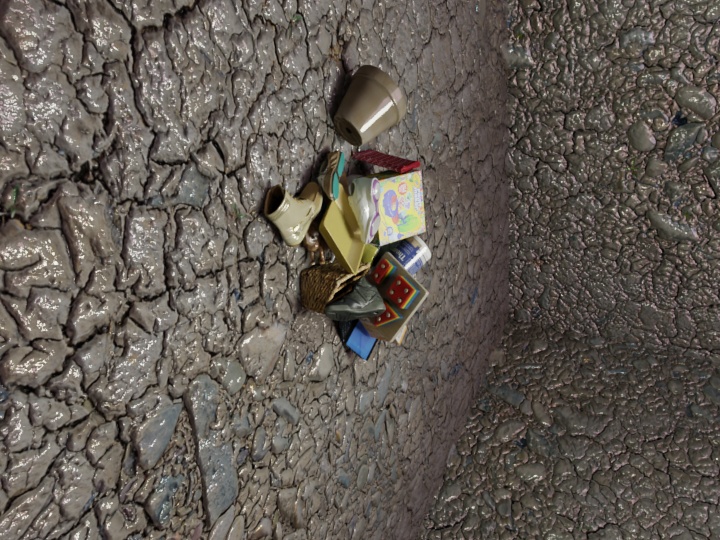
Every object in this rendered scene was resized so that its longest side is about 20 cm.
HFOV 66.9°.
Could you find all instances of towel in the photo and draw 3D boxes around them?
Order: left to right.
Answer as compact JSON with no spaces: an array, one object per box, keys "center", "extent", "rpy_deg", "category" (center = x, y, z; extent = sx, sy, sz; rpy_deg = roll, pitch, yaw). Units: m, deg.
[{"center":[0.086,-0.361,1.774],"extent":[0.144,0.196,0.023],"rpy_deg":[-29,134,-55],"category":"towel"}]

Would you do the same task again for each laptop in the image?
[{"center":[0.010,0.183,1.911],"extent":[0.203,0.101,0.179],"rpy_deg":[86,28,-52],"category":"laptop"}]

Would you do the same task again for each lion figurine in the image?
[{"center":[-0.104,-0.084,1.632],"extent":[0.198,0.071,0.127],"rpy_deg":[-7,93,-58],"category":"lion figurine"}]

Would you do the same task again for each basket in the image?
[{"center":[-0.073,0.057,1.671],"extent":[0.199,0.145,0.147],"rpy_deg":[-29,124,-56],"category":"basket"}]

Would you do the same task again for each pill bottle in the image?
[{"center":[0.131,-0.020,1.809],"extent":[0.200,0.111,0.112],"rpy_deg":[-43,142,-9],"category":"pill bottle"}]

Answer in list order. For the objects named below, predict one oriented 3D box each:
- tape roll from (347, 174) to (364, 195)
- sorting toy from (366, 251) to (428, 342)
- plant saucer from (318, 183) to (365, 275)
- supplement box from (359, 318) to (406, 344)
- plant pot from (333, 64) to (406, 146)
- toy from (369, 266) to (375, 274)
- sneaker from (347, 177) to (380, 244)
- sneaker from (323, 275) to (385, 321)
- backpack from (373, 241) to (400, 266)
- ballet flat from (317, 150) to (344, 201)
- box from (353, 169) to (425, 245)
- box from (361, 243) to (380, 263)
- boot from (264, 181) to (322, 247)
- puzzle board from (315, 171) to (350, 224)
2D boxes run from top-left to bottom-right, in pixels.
[{"center":[-0.017,-0.212,1.802],"extent":[0.202,0.036,0.209],"rpy_deg":[-30,124,-56],"category":"tape roll"},{"center":[0.077,0.079,1.694],"extent":[0.201,0.200,0.069],"rpy_deg":[-53,150,16],"category":"sorting toy"},{"center":[-0.056,-0.119,1.611],"extent":[0.202,0.047,0.203],"rpy_deg":[59,31,-33],"category":"plant saucer"},{"center":[0.065,0.161,1.853],"extent":[0.075,0.123,0.201],"rpy_deg":[-61,142,-26],"category":"supplement box"},{"center":[0.013,-0.478,1.641],"extent":[0.174,0.198,0.202],"rpy_deg":[-49,143,-17],"category":"plant pot"},{"center":[0.082,0.064,1.930],"extent":[0.202,0.111,0.048],"rpy_deg":[103,-15,-54],"category":"toy"},{"center":[0.011,-0.183,1.644],"extent":[0.075,0.097,0.206],"rpy_deg":[-32,129,-57],"category":"sneaker"},{"center":[-0.027,0.083,1.618],"extent":[0.194,0.117,0.077],"rpy_deg":[-7,153,-25],"category":"sneaker"},{"center":[0.092,-0.110,1.927],"extent":[0.125,0.163,0.207],"rpy_deg":[7,87,-56],"category":"backpack"},{"center":[-0.089,-0.271,1.577],"extent":[0.203,0.063,0.072],"rpy_deg":[-81,163,-44],"category":"ballet flat"},{"center":[0.097,-0.211,1.761],"extent":[0.189,0.121,0.206],"rpy_deg":[-18,111,-29],"category":"box"},{"center":[0.000,0.000,1.822],"extent":[0.203,0.049,0.075],"rpy_deg":[-61,173,-5],"category":"box"},{"center":[-0.180,-0.189,1.471],"extent":[0.204,0.071,0.156],"rpy_deg":[-65,147,-21],"category":"boot"},{"center":[-0.084,-0.180,1.667],"extent":[0.149,0.017,0.205],"rpy_deg":[-35,127,-32],"category":"puzzle board"}]
